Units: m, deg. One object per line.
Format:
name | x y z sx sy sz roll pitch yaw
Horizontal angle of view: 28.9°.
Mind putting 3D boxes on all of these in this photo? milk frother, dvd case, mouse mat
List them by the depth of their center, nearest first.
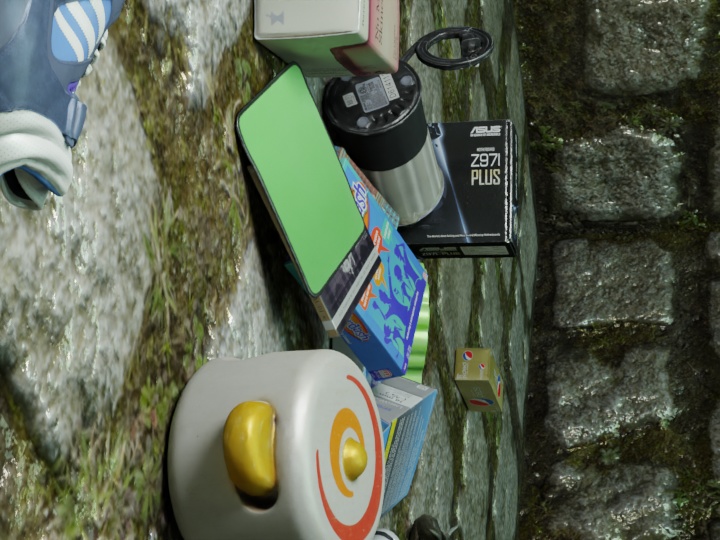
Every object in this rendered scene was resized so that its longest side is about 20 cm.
mouse mat | -0.056 -0.092 1.387 0.201 0.007 0.161 66 30 -20
dvd case | -0.043 -0.054 1.421 0.201 0.016 0.149 65 30 -23
milk frother | 0.072 -0.183 1.695 0.189 0.198 0.182 70 18 -55

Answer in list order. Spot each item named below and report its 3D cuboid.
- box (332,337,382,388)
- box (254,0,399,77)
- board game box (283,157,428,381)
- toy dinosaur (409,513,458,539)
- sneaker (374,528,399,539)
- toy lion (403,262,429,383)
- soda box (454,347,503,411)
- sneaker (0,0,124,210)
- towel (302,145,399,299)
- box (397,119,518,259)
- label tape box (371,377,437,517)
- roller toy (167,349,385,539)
box | 0.002 0.066 1.696 0.122 0.047 0.202 42 48 -72
box | -0.030 -0.281 1.440 0.200 0.108 0.129 13 77 -77
board game box | 0.000 0.000 1.542 0.200 0.045 0.153 52 38 -36
toy dinosaur | 0.099 0.411 2.102 0.200 0.076 0.103 59 20 -57
sneaker | 0.020 0.423 1.704 0.115 0.074 0.202 2 82 -77
toy lion | 0.057 0.098 1.757 0.192 0.068 0.202 116 -24 -71
soda box | 0.226 0.209 2.645 0.200 0.067 0.065 61 32 -65
sneaker | -0.189 -0.113 0.812 0.200 0.080 0.148 -56 151 -74
towel | -0.008 -0.024 1.601 0.147 0.022 0.201 48 42 -41
box | 0.106 -0.103 1.827 0.086 0.198 0.165 47 44 -72
label tape box | 0.012 0.214 1.595 0.200 0.063 0.145 -23 130 -67
roller toy | -0.060 0.156 1.149 0.183 0.139 0.201 -66 143 -51
